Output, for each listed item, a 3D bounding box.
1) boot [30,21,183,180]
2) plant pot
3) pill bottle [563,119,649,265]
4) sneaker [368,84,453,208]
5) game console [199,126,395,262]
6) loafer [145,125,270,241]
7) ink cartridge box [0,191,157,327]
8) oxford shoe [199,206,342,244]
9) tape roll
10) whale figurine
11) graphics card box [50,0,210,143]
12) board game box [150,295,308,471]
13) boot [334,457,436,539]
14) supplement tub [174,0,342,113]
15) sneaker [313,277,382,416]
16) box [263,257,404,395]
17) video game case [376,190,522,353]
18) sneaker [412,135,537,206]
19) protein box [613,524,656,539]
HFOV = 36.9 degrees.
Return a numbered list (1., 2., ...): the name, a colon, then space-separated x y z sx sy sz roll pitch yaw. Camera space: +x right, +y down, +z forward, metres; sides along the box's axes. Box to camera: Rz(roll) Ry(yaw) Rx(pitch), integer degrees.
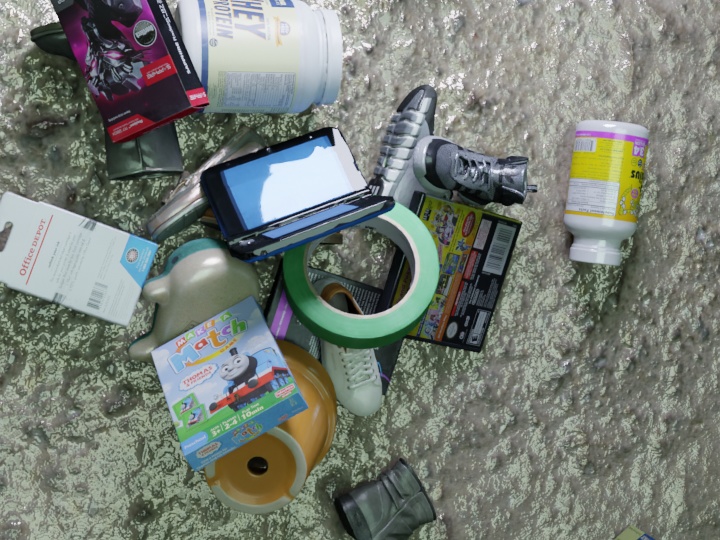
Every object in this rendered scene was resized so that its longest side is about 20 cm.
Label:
1. boot: -0.321 -0.214 1.372 0.182 0.073 0.200 -3 94 -15
2. plant pot: -0.129 0.211 1.380 0.200 0.183 0.200 -1 108 -2
3. pill bottle: 0.349 -0.110 1.547 0.104 0.104 0.200 6 94 -15
4. sneaker: 0.087 -0.148 1.498 0.115 0.075 0.200 21 96 -23
5. game console: -0.082 -0.100 1.339 0.200 0.171 0.118 -22 100 -12
6. loafer: -0.206 -0.116 1.424 0.200 0.072 0.063 -37 85 -15
7. ink cartridge box: -0.373 -0.016 1.380 0.200 0.067 0.116 21 89 -14
8. oxford shoe: -0.118 -0.075 1.448 0.200 0.071 0.071 3 90 -26
9. tape roll: 0.000 0.000 1.391 0.200 0.048 0.201 2 68 -5
10. whale figurine: -0.225 0.042 1.421 0.159 0.104 0.200 28 111 -39
11. graphics card box: -0.277 -0.266 1.291 0.125 0.051 0.200 -18 97 24
12. board game box: -0.164 0.132 1.312 0.151 0.200 0.037 -30 129 -3
13. boot: 0.056 0.378 1.536 0.131 0.068 0.200 -25 102 -17
14. supplement tub: -0.134 -0.274 1.382 0.200 0.145 0.145 -2 96 -15
15. sneaker: -0.017 0.111 1.445 0.073 0.085 0.200 -23 102 -13
16. box: -0.036 0.079 1.497 0.200 0.036 0.143 18 91 -14
17. video game case: 0.123 0.005 1.505 0.181 0.025 0.200 13 98 -32
18. sneaker: 0.160 -0.134 1.447 0.200 0.114 0.076 16 80 -53
19. protein box: 0.413 0.532 1.605 0.200 0.135 0.199 -39 104 -9
